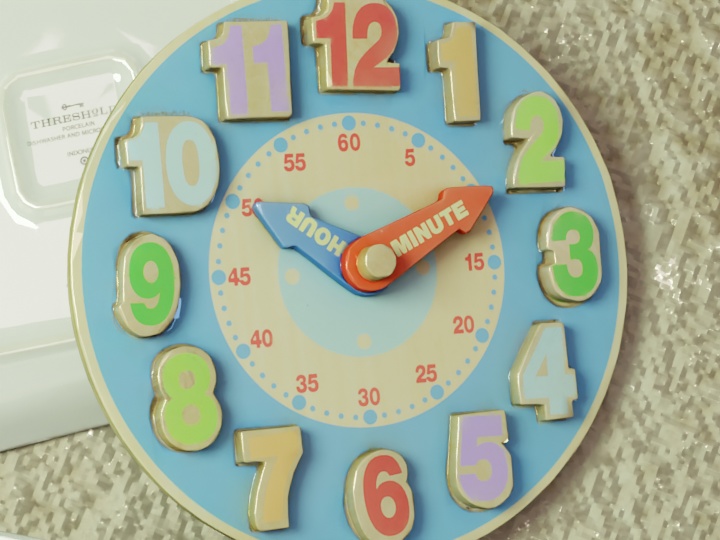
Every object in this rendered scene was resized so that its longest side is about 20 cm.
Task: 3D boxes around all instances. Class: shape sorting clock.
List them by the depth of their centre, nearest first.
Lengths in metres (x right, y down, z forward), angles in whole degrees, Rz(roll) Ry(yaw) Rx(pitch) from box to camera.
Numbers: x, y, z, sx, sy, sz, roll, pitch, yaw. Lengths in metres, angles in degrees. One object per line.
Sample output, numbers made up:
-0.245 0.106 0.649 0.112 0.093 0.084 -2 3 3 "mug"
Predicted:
0.000 0.000 0.773 0.199 0.039 0.201 3 81 -18 "shape sorting clock"

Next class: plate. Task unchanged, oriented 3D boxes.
-0.099 -0.045 0.812 0.198 0.032 0.201 -12 79 -3 "plate"

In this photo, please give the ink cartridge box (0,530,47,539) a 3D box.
-0.113 0.187 0.703 0.085 0.146 0.201 10 78 0 "ink cartridge box"
